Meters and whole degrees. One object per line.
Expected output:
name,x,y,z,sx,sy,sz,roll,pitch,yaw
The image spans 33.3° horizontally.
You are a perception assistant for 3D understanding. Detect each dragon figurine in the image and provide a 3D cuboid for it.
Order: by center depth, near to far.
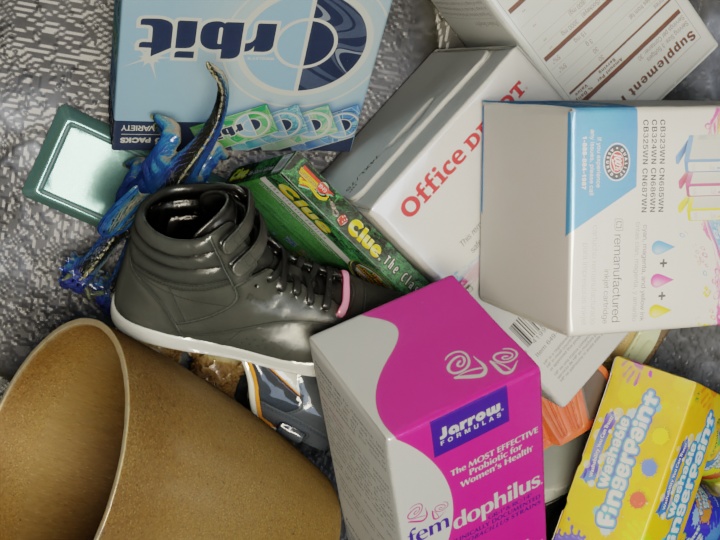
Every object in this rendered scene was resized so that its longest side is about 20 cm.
dragon figurine,-0.130,-0.042,0.770,0.059,0.200,0.100,30,50,-21

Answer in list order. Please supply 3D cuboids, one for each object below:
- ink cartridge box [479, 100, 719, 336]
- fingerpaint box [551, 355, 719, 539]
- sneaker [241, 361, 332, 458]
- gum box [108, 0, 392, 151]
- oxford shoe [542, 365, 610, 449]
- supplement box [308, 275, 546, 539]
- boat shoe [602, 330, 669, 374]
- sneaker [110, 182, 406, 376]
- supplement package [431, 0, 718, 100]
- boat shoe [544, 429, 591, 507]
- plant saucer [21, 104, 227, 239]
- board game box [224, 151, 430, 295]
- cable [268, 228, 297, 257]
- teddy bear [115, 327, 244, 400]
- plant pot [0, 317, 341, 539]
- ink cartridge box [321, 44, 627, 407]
ink cartridge box,0.187,-0.039,0.732,0.199,0.125,0.129,-4,99,-17
fingerpaint box,0.228,0.185,0.923,0.167,0.073,0.201,25,84,-49
sneaker,-0.027,0.087,0.836,0.079,0.078,0.200,-37,102,9
gum box,-0.071,-0.160,0.769,0.169,0.045,0.201,-2,141,-16
oxford shoe,0.095,0.124,0.920,0.199,0.073,0.072,-24,103,-10
supplement box,0.045,0.120,0.735,0.101,0.103,0.201,-23,130,-16
boat shoe,0.227,-0.014,0.937,0.076,0.072,0.201,29,93,-8
sneaker,-0.051,0.003,0.725,0.199,0.071,0.100,7,133,-4
supplement package,0.130,-0.198,0.842,0.117,0.117,0.200,-43,110,-4
boat shoe,0.099,0.179,0.944,0.199,0.071,0.064,-22,139,-19
plant saucer,-0.132,-0.043,0.851,0.199,0.019,0.070,24,94,-18
board game box,0.000,0.000,0.813,0.200,0.105,0.023,45,72,-20
cable,-0.009,0.037,0.876,0.097,0.050,0.200,-38,119,-5
teddy bear,-0.136,0.123,0.867,0.144,0.067,0.201,-10,97,-19
plant pot,-0.114,0.149,0.758,0.199,0.186,0.187,24,94,-35
ink cartridge box,0.096,-0.037,0.848,0.147,0.146,0.200,-47,110,-5
